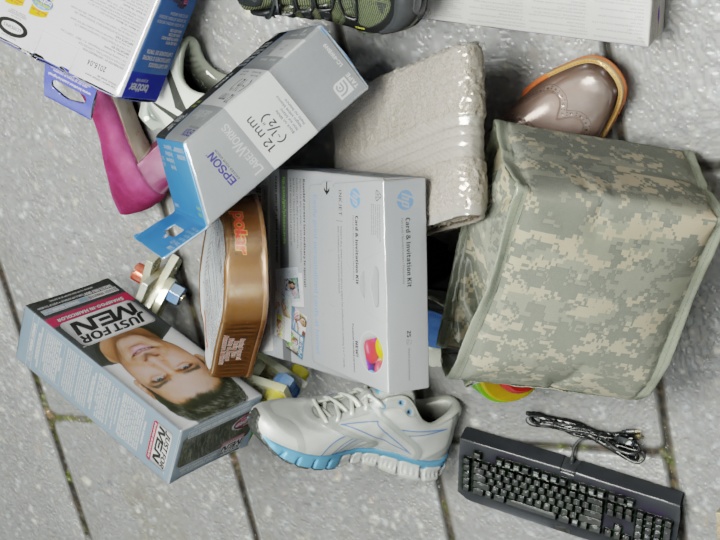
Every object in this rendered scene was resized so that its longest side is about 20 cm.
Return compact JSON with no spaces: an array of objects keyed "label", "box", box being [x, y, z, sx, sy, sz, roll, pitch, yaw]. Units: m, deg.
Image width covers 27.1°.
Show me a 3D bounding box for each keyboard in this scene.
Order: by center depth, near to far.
[{"label":"keyboard","box":[0.178,0.176,1.281,0.200,0.021,0.127,14,122,21]}]

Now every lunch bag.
[{"label":"lunch bag","box":[0.156,0.005,1.108,0.164,0.118,0.200,7,123,-12]}]

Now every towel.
[{"label":"towel","box":[0.031,-0.089,1.131,0.200,0.034,0.133,-15,74,59]}]

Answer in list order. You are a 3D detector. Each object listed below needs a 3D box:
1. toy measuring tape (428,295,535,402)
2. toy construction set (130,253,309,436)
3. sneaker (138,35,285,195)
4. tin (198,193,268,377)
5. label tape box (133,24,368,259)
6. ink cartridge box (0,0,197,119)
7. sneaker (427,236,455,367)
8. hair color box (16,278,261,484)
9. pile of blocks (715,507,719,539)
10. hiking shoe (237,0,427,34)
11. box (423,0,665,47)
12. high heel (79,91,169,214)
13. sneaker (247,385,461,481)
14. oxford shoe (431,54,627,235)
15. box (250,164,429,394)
[{"label":"toy measuring tape","box":[0.084,0.062,1.190,0.200,0.074,0.074,16,135,-30]},{"label":"toy construction set","box":[-0.143,0.077,1.360,0.200,0.092,0.131,41,153,13]},{"label":"sneaker","box":[-0.105,-0.109,1.250,0.200,0.074,0.089,47,130,-1]},{"label":"tin","box":[-0.105,0.014,1.213,0.042,0.112,0.200,1,153,-10]},{"label":"label tape box","box":[-0.103,-0.101,1.145,0.066,0.200,0.143,53,172,-15]},{"label":"ink cartridge box","box":[-0.208,-0.224,1.199,0.136,0.076,0.200,27,99,15]},{"label":"sneaker","box":[0.001,-0.001,1.245,0.200,0.077,0.111,21,130,13]},{"label":"hair color box","box":[-0.193,0.091,1.287,0.200,0.099,0.061,34,124,27]},{"label":"pile of blocks","box":[0.345,0.132,1.144,0.082,0.062,0.200,50,121,12]},{"label":"hiking shoe","box":[-0.040,-0.210,1.116,0.200,0.101,0.076,19,124,42]},{"label":"box","box":[0.122,-0.200,1.097,0.200,0.039,0.041,11,121,24]},{"label":"high heel","box":[-0.236,-0.141,1.311,0.096,0.067,0.200,-33,110,27]},{"label":"sneaker","box":[-0.001,0.122,1.276,0.087,0.200,0.075,-65,35,25]},{"label":"oxford shoe","box":[0.122,-0.086,1.137,0.071,0.073,0.200,47,127,0]},{"label":"box","box":[-0.020,0.000,1.143,0.200,0.041,0.156,10,104,58]}]
